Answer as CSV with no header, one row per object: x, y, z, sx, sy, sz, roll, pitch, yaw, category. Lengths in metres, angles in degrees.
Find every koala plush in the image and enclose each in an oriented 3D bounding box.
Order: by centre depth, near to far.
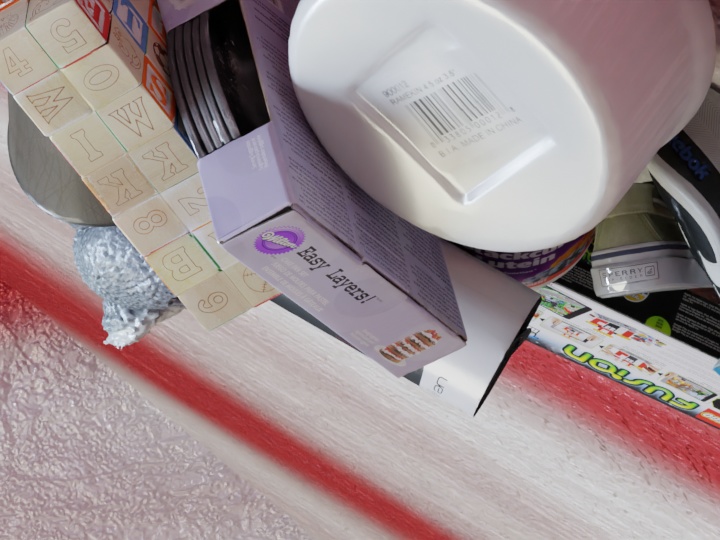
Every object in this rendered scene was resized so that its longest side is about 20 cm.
-0.092,-0.040,1.760,0.184,0.199,0.178,59,175,50,koala plush

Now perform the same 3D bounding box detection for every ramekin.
0.062,-0.103,1.371,0.200,0.098,0.201,21,141,17,ramekin

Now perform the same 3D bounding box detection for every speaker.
0.000,0.000,1.585,0.200,0.081,0.081,30,167,5,speaker

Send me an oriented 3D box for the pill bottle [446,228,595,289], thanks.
0.085,-0.065,1.578,0.111,0.112,0.200,35,168,11,pill bottle

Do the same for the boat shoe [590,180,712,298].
0.170,-0.019,1.582,0.072,0.062,0.200,-5,179,14,boat shoe

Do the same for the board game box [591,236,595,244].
0.108,-0.030,1.787,0.101,0.048,0.200,32,166,28,board game box

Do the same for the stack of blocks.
-0.108,-0.081,1.442,0.200,0.058,0.115,52,-160,-31,stack of blocks

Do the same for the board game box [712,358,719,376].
0.295,0.065,1.573,0.147,0.064,0.200,39,168,0,board game box

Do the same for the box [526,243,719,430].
0.167,0.036,1.737,0.199,0.035,0.110,25,160,-10,box

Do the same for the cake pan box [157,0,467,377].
-0.027,-0.061,1.461,0.200,0.052,0.185,37,-150,-54,cake pan box

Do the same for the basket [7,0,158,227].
-0.132,-0.148,1.559,0.136,0.181,0.200,24,154,14,basket

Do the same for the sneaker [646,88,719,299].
0.217,0.001,1.459,0.200,0.073,0.112,63,-173,32,sneaker
